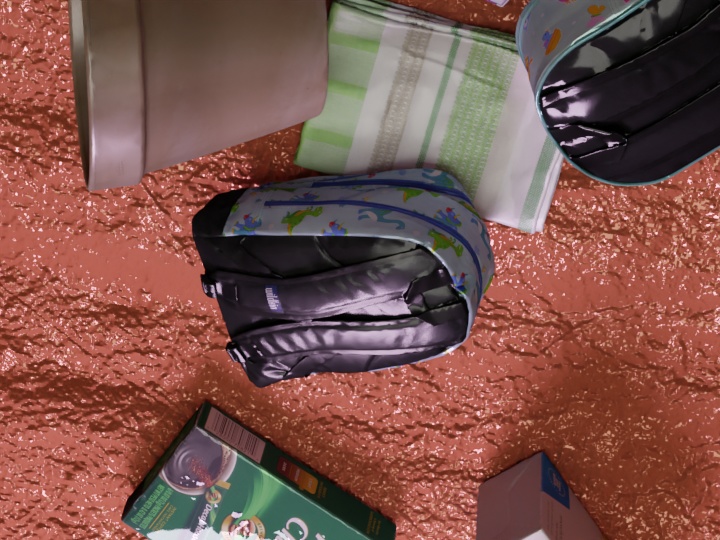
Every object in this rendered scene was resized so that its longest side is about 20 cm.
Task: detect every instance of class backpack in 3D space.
[{"bbox_3d":[0.000,0.000,1.536,0.199,0.154,0.164,1,125,37],"label":"backpack"},{"bbox_3d":[0.206,-0.161,1.406,0.199,0.154,0.176,-37,135,15],"label":"backpack"}]

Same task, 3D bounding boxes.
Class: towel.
[{"bbox_3d":[0.059,-0.114,1.529,0.198,0.031,0.150,15,117,-1],"label":"towel"}]

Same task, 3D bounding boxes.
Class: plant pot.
[{"bbox_3d":[-0.115,-0.162,1.449,0.172,0.200,0.202,-4,118,-9],"label":"plant pot"}]

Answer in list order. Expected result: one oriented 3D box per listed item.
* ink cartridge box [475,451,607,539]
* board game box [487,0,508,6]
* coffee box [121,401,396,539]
[{"bbox_3d":[0.173,0.261,1.657,0.067,0.116,0.201,-30,111,19],"label":"ink cartridge box"},{"bbox_3d":[0.076,-0.282,1.366,0.199,0.041,0.199,19,137,-31],"label":"board game box"},{"bbox_3d":[-0.082,0.210,1.699,0.199,0.044,0.123,35,115,-11],"label":"coffee box"}]
